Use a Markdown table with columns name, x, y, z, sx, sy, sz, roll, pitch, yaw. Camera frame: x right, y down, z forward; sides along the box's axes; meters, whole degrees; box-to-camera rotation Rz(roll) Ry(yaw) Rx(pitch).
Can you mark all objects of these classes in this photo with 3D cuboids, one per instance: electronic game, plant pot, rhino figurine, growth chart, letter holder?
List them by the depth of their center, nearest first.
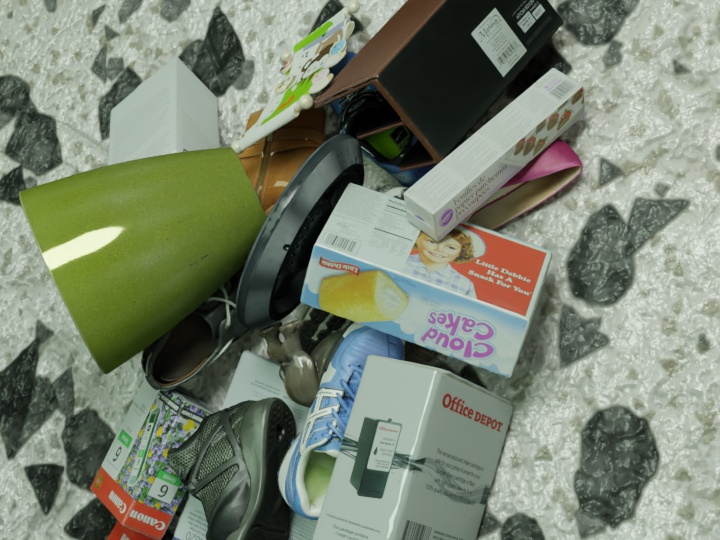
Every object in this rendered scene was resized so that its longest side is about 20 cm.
| name | x | y | z | sx | sy | sz | roll | pitch | yaw |
| --- | --- | --- | --- | --- | --- | --- | --- | --- | --- |
| electronic game | -0.055 | -0.035 | 1.507 | 0.041 | 0.200 | 0.201 | 30 | 91 | 13 |
| rhino figurine | 0.011 | 0.065 | 1.513 | 0.198 | 0.060 | 0.088 | -19 | 95 | 3 |
| letter holder | 0.068 | -0.193 | 1.531 | 0.200 | 0.101 | 0.142 | -49 | 18 | -25 |
| plant pot | -0.190 | -0.030 | 1.536 | 0.199 | 0.188 | 0.188 | -25 | 59 | -6 |
| growth chart | -0.059 | -0.193 | 1.616 | 0.144 | 0.018 | 0.201 | -33 | 23 | 38 |

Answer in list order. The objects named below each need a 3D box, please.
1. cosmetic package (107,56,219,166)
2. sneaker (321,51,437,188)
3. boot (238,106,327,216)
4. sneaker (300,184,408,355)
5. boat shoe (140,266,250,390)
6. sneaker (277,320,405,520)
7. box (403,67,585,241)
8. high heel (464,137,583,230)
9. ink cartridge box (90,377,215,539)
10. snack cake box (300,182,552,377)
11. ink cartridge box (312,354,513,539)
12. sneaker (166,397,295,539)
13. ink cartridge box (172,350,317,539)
| name | x | y | z | sx | sy | sz | roll | pitch | yaw |
| --- | --- | --- | --- | --- | --- | --- | --- | --- | --- |
| cosmetic package | -0.203 | -0.124 | 1.687 | 0.101 | 0.071 | 0.201 | -36 | 31 | 18 |
| sneaker | 0.014 | -0.158 | 1.599 | 0.079 | 0.089 | 0.200 | -48 | 53 | 9 |
| boot | -0.121 | -0.089 | 1.667 | 0.198 | 0.077 | 0.157 | -7 | 72 | 28 |
| sneaker | 0.000 | 0.000 | 1.584 | 0.201 | 0.077 | 0.089 | -55 | 24 | 7 |
| boat shoe | -0.134 | 0.041 | 1.592 | 0.200 | 0.068 | 0.072 | -43 | 97 | 5 |
| sneaker | -0.010 | 0.134 | 1.458 | 0.077 | 0.075 | 0.202 | -122 | 53 | -75 |
| box | 0.122 | -0.106 | 1.460 | 0.041 | 0.039 | 0.200 | 34 | 64 | 33 |
| high heel | 0.119 | -0.044 | 1.512 | 0.200 | 0.067 | 0.096 | -50 | 50 | -5 |
| ink cartridge box | -0.220 | 0.212 | 1.625 | 0.201 | 0.050 | 0.109 | -63 | 30 | -1 |
| snack cake box | 0.060 | 0.006 | 1.446 | 0.198 | 0.115 | 0.068 | 19 | 124 | 6 |
| ink cartridge box | 0.045 | 0.189 | 1.430 | 0.082 | 0.146 | 0.202 | 12 | 80 | 35 |
| sneaker | -0.126 | 0.220 | 1.523 | 0.113 | 0.076 | 0.201 | -9 | 67 | 32 |
| ink cartridge box | -0.067 | 0.200 | 1.561 | 0.198 | 0.041 | 0.202 | 19 | 85 | 35 |
